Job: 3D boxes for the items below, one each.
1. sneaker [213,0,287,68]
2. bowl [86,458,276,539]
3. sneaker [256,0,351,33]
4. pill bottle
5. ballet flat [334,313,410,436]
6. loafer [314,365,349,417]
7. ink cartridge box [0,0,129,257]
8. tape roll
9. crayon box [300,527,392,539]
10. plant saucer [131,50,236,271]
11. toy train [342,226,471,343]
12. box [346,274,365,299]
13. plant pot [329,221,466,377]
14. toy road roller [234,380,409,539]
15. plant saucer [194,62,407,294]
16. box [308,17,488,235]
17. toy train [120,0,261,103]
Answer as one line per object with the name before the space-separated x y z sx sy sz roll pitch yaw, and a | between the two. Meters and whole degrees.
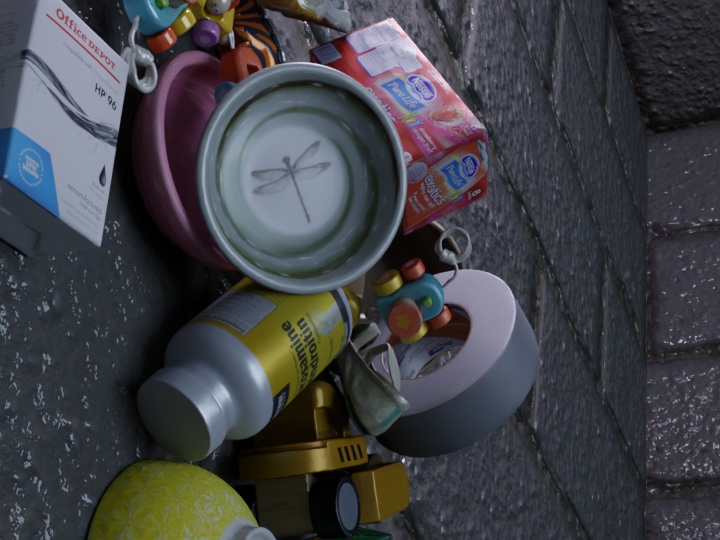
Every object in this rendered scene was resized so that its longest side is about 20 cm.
sneaker | -0.139 -0.245 1.186 0.112 0.077 0.202 -11 83 -63
bowl | -0.126 0.251 1.006 0.200 0.107 0.202 -8 90 -67
sneaker | -0.042 -0.286 1.205 0.200 0.075 0.089 -35 138 -81
pill bottle | -0.102 0.077 1.085 0.200 0.111 0.113 -42 123 -44
ballet flat | 0.001 0.083 1.224 0.067 0.062 0.201 48 11 -43
loafer | -0.065 0.093 1.252 0.201 0.067 0.077 62 30 -41
ink cartridge box | -0.235 -0.126 0.908 0.116 0.067 0.202 45 43 -56
tape roll | 0.081 0.093 1.262 0.066 0.199 0.201 57 33 -33
crayon box | -0.028 0.362 1.217 0.119 0.058 0.202 8 90 -66
plant saucer | -0.146 -0.096 1.126 0.200 0.050 0.203 40 44 -54
toy train | 0.000 0.000 1.158 0.056 0.198 0.152 -78 -179 -64
box | -0.060 -0.080 1.262 0.162 0.021 0.202 21 57 -21
plant pot | 0.014 0.023 1.379 0.199 0.093 0.203 -7 106 -26
toy road roller | -0.043 0.184 1.207 0.200 0.122 0.148 9 74 -66
plant saucer | -0.056 -0.080 1.091 0.198 0.050 0.203 0 90 -23
box | 0.036 -0.146 1.221 0.201 0.099 0.096 56 -16 37
toy train | -0.130 -0.200 1.063 0.199 0.055 0.152 6 69 -62
